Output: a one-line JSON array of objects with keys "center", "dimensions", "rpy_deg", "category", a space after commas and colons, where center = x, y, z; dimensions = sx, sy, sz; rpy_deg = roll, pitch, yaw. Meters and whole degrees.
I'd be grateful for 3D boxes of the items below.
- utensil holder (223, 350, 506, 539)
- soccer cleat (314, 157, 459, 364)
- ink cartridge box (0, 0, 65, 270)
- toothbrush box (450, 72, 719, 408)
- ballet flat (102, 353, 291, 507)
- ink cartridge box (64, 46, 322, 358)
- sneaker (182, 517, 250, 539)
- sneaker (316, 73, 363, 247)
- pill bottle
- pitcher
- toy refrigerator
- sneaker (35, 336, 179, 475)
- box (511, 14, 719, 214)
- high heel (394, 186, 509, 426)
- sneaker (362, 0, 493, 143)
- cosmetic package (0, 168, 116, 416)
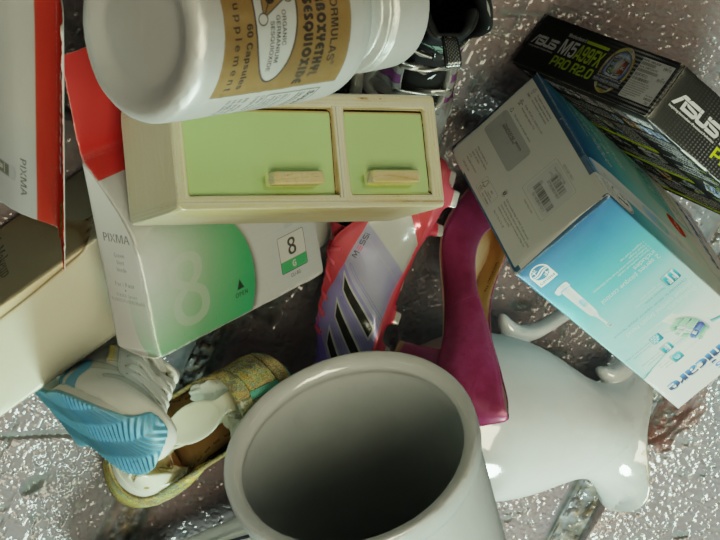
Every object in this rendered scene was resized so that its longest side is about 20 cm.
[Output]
[{"center": [0.014, 0.182, 1.695], "dimensions": [0.170, 0.170, 0.200], "rpy_deg": [-22, 135, -5], "category": "utensil holder"}, {"center": [0.000, 0.000, 1.750], "dimensions": [0.076, 0.067, 0.200], "rpy_deg": [21, 114, -11], "category": "soccer cleat"}, {"center": [-0.213, -0.110, 1.583], "dimensions": [0.050, 0.200, 0.162], "rpy_deg": [-1, 115, -9], "category": "ink cartridge box"}, {"center": [0.170, -0.019, 1.730], "dimensions": [0.085, 0.146, 0.200], "rpy_deg": [-40, 129, 14], "category": "toothbrush box"}, {"center": [-0.128, 0.116, 1.749], "dimensions": [0.071, 0.071, 0.200], "rpy_deg": [35, 133, -27], "category": "ballet flat"}, {"center": [-0.105, -0.064, 1.639], "dimensions": [0.161, 0.050, 0.200], "rpy_deg": [-28, 119, -42], "category": "ink cartridge box"}, {"center": [-0.096, 0.225, 1.825], "dimensions": [0.200, 0.071, 0.073], "rpy_deg": [-19, 156, 7], "category": "sneaker"}, {"center": [-0.037, -0.098, 1.715], "dimensions": [0.073, 0.071, 0.200], "rpy_deg": [-5, 116, -14], "category": "sneaker"}, {"center": [-0.058, -0.156, 1.532], "dimensions": [0.200, 0.114, 0.114], "rpy_deg": [-13, 121, -42], "category": "pill bottle"}, {"center": [0.123, 0.085, 1.836], "dimensions": [0.200, 0.121, 0.172], "rpy_deg": [8, 91, -30], "category": "pitcher"}, {"center": [-0.046, -0.072, 1.610], "dimensions": [0.200, 0.070, 0.076], "rpy_deg": [-1, 83, -34], "category": "toy refrigerator"}, {"center": [-0.161, 0.080, 1.694], "dimensions": [0.081, 0.200, 0.077], "rpy_deg": [-41, 110, -12], "category": "sneaker"}, {"center": [0.209, -0.096, 1.714], "dimensions": [0.160, 0.200, 0.044], "rpy_deg": [37, 89, -27], "category": "box"}, {"center": [0.093, 0.017, 1.750], "dimensions": [0.200, 0.096, 0.067], "rpy_deg": [-61, 146, -28], "category": "high heel"}, {"center": [0.044, -0.148, 1.674], "dimensions": [0.078, 0.140, 0.200], "rpy_deg": [-10, 117, -13], "category": "sneaker"}, {"center": [-0.231, 0.027, 1.700], "dimensions": [0.200, 0.104, 0.073], "rpy_deg": [-37, 121, 2], "category": "cosmetic package"}]
